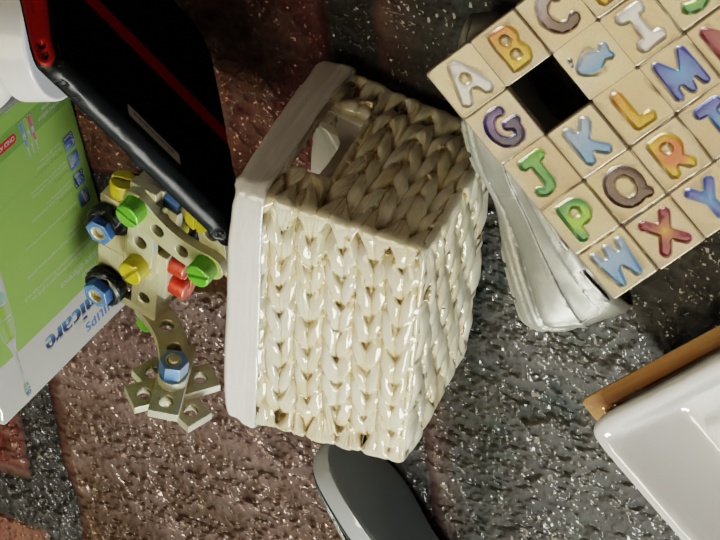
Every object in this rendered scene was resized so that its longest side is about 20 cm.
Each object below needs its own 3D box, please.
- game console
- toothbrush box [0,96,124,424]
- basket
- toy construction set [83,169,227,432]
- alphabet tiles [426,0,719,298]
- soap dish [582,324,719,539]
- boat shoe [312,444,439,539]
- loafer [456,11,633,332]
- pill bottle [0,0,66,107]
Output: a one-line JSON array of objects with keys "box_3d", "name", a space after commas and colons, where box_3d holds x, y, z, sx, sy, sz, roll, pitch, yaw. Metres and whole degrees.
[{"box_3d": [-0.139, -0.125, 1.452, 0.031, 0.177, 0.200, -27, 138, 17], "name": "game console"}, {"box_3d": [-0.249, -0.023, 1.671, 0.086, 0.146, 0.200, 10, 131, 31], "name": "toothbrush box"}, {"box_3d": [0.000, 0.000, 1.502, 0.123, 0.136, 0.200, 19, 135, 13], "name": "basket"}, {"box_3d": [-0.120, 0.003, 1.643, 0.131, 0.092, 0.200, 27, 126, 16], "name": "toy construction set"}, {"box_3d": [0.159, -0.097, 1.345, 0.200, 0.008, 0.167, -36, 99, 30], "name": "alphabet tiles"}, {"box_3d": [0.248, 0.112, 1.445, 0.200, 0.081, 0.157, 49, 139, -6], "name": "soap dish"}, {"box_3d": [0.019, 0.201, 1.707, 0.068, 0.074, 0.199, -26, 116, 32], "name": "boat shoe"}, {"box_3d": [0.106, -0.058, 1.430, 0.070, 0.070, 0.200, -9, 119, 22], "name": "loafer"}, {"box_3d": [-0.282, -0.153, 1.588, 0.199, 0.116, 0.116, 1, 126, 18], "name": "pill bottle"}]
